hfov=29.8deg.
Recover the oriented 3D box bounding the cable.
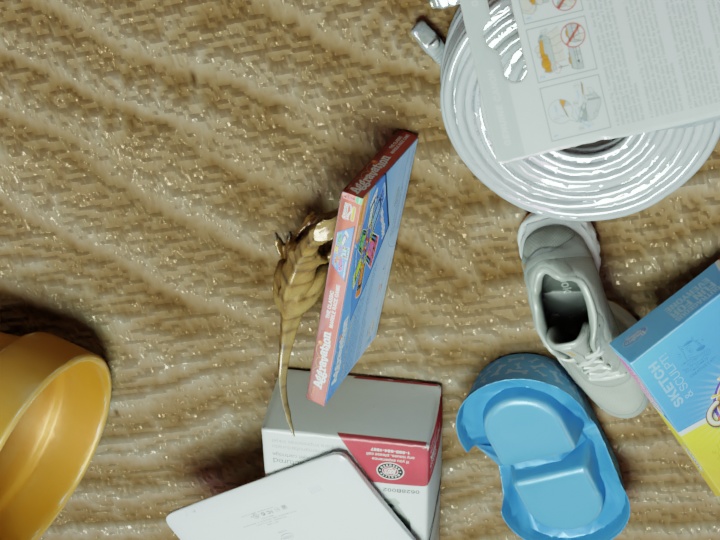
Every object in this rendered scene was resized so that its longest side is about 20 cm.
[{"bbox_3d":[0.154,-0.128,0.934,0.200,0.069,0.200,-22,118,25],"label":"cable"}]

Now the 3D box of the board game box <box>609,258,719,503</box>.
[{"bbox_3d":[0.305,0.087,1.035,0.153,0.040,0.200,-38,114,1],"label":"board game box"}]

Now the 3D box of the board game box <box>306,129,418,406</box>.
[{"bbox_3d":[0.000,0.000,1.040,0.019,0.103,0.200,21,128,13],"label":"board game box"}]

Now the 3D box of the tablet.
[{"bbox_3d":[-0.060,0.230,1.172,0.200,0.014,0.130,-23,117,29],"label":"tablet"}]

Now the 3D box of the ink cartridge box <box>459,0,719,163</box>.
[{"bbox_3d":[0.164,-0.163,0.843,0.199,0.047,0.161,-13,89,3],"label":"ink cartridge box"}]

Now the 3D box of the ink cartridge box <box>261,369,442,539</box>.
[{"bbox_3d":[-0.005,0.194,1.195,0.146,0.083,0.200,5,126,9],"label":"ink cartridge box"}]

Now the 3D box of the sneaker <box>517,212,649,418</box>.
[{"bbox_3d":[0.170,0.052,1.047,0.076,0.092,0.200,-18,120,25],"label":"sneaker"}]

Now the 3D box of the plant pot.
[{"bbox_3d":[-0.347,0.125,1.166,0.183,0.200,0.201,25,129,13],"label":"plant pot"}]

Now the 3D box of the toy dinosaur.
[{"bbox_3d":[-0.052,0.018,1.063,0.060,0.106,0.200,14,128,1],"label":"toy dinosaur"}]

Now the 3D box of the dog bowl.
[{"bbox_3d":[0.158,0.153,1.151,0.111,0.050,0.200,-17,121,23],"label":"dog bowl"}]
